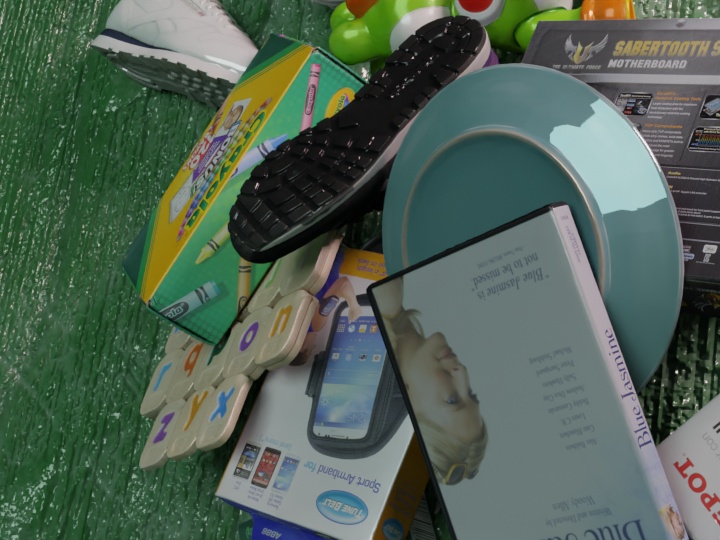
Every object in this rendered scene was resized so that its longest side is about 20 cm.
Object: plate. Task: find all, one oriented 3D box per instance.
[{"bbox_3d":[0.079,-0.009,0.743,0.200,0.026,0.201,12,107,41],"label":"plate"}]

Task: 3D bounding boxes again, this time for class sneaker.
[{"bbox_3d":[-0.123,-0.176,1.060,0.200,0.076,0.081,24,77,36],"label":"sneaker"},{"bbox_3d":[0.015,-0.058,0.848,0.200,0.088,0.076,-40,41,-6],"label":"sneaker"}]

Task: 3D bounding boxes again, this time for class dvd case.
[{"bbox_3d":[0.084,0.080,0.729,0.143,0.018,0.200,-25,82,44],"label":"dvd case"}]

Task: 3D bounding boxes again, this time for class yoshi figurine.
[{"bbox_3d":[0.082,-0.156,0.915,0.200,0.112,0.112,-6,109,17],"label":"yoshi figurine"}]

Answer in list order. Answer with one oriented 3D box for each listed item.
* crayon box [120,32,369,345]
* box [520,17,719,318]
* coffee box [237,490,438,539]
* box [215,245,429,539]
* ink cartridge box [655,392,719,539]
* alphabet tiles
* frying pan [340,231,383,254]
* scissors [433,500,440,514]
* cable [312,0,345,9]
[{"bbox_3d":[-0.078,-0.059,0.942,0.200,0.058,0.119,-56,22,2],"label":"crayon box"},{"bbox_3d":[0.161,-0.060,0.761,0.200,0.048,0.159,8,68,42],"label":"box"},{"bbox_3d":[0.001,0.225,0.832,0.123,0.044,0.200,-27,58,22],"label":"coffee box"},{"bbox_3d":[-0.006,0.086,0.847,0.119,0.041,0.200,12,70,35],"label":"box"},{"bbox_3d":[0.260,0.096,0.684,0.200,0.084,0.146,-43,54,12],"label":"ink cartridge box"},{"bbox_3d":[-0.082,0.038,0.919,0.200,0.015,0.196,-26,38,52],"label":"alphabet tiles"},{"bbox_3d":[0.014,-0.010,0.930,0.115,0.031,0.190,-39,58,14],"label":"frying pan"},{"bbox_3d":[0.104,0.062,0.846,0.073,0.014,0.200,15,79,35],"label":"scissors"},{"bbox_3d":[0.022,-0.275,1.001,0.200,0.069,0.200,-52,53,7],"label":"cable"}]
